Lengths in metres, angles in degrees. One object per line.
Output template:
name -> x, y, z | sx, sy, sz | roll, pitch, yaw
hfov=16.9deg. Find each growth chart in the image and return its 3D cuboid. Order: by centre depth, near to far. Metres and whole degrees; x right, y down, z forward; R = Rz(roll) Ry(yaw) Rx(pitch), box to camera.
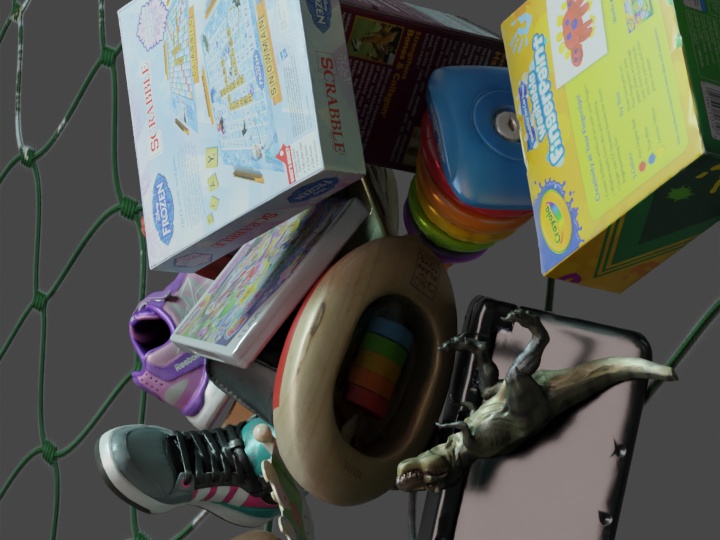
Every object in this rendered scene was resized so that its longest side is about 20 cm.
growth chart -> -0.032, 0.214, 1.729 | 0.018, 0.145, 0.201 | -20, 73, 4

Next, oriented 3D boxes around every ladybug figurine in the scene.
ladybug figurine -> -0.002, 0.066, 1.685 | 0.072, 0.136, 0.201 | 0, 61, 50

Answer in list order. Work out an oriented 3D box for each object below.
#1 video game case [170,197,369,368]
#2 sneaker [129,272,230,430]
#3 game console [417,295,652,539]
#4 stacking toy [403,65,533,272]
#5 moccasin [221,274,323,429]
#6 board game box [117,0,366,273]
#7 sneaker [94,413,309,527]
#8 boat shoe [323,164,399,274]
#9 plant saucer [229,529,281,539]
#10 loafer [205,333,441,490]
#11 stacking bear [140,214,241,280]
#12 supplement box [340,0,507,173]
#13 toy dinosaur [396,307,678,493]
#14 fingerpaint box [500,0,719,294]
video game case -> -0.069, 0.005, 1.768 | 0.143, 0.018, 0.200 | -51, 14, -9
sneaker -> -0.148, 0.038, 2.012 | 0.201, 0.088, 0.081 | -89, 24, -46
game console -> 0.115, 0.128, 1.654 | 0.176, 0.115, 0.202 | -156, 79, -88
stacking toy -> 0.072, -0.048, 1.722 | 0.200, 0.109, 0.117 | 121, 143, -53
moccasin -> -0.064, 0.067, 1.900 | 0.202, 0.077, 0.074 | -57, 38, 31
board game box -> -0.085, -0.124, 1.654 | 0.199, 0.041, 0.202 | -26, 65, 45
sneaker -> -0.096, 0.139, 1.835 | 0.120, 0.199, 0.084 | -33, 60, 30
boat shoe -> 0.002, -0.001, 1.804 | 0.073, 0.063, 0.202 | -12, 68, 19
plant saucer -> -0.104, 0.307, 1.932 | 0.200, 0.034, 0.202 | -23, 62, 54
loafer -> -0.036, 0.102, 1.768 | 0.200, 0.070, 0.068 | 24, 134, 24
stacking bear -> -0.072, -0.094, 1.940 | 0.200, 0.113, 0.122 | -46, 24, 26
supplement box -> 0.002, -0.140, 1.745 | 0.086, 0.199, 0.111 | 36, 112, 53
toy dinosaur -> 0.102, 0.073, 1.581 | 0.199, 0.047, 0.089 | -28, 92, 19
fingerpaint box -> 0.180, -0.113, 1.575 | 0.167, 0.073, 0.201 | -40, 48, 44
